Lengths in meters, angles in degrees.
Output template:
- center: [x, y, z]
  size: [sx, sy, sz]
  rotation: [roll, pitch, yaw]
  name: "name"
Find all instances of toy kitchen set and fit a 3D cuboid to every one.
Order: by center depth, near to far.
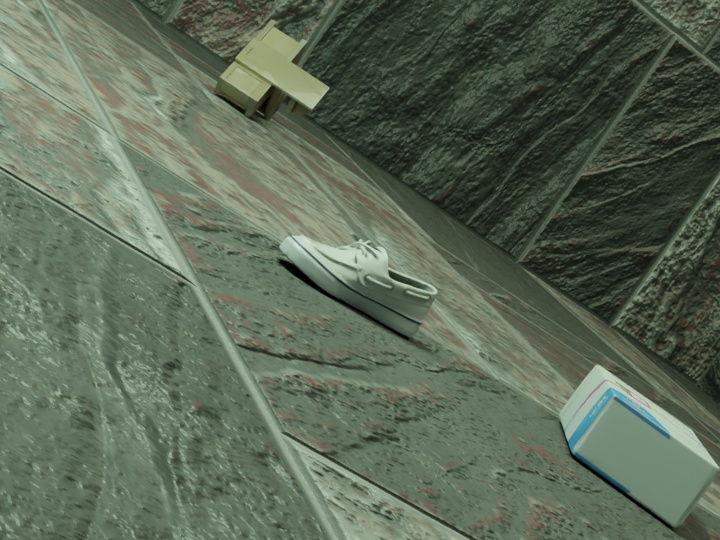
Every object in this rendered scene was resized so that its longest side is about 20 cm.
- center: [-0.160, -0.298, 2.847]
  size: [0.162, 0.181, 0.200]
  rotation: [32, 47, 3]
  name: "toy kitchen set"

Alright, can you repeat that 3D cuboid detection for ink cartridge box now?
- center: [0.308, 0.192, 1.787]
  size: [0.144, 0.085, 0.200]
  rotation: [35, 6, -1]
  name: "ink cartridge box"

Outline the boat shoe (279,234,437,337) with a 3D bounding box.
- center: [0.000, 0.000, 1.656]
  size: [0.199, 0.066, 0.074]
  rotation: [30, 9, -41]
  name: "boat shoe"
